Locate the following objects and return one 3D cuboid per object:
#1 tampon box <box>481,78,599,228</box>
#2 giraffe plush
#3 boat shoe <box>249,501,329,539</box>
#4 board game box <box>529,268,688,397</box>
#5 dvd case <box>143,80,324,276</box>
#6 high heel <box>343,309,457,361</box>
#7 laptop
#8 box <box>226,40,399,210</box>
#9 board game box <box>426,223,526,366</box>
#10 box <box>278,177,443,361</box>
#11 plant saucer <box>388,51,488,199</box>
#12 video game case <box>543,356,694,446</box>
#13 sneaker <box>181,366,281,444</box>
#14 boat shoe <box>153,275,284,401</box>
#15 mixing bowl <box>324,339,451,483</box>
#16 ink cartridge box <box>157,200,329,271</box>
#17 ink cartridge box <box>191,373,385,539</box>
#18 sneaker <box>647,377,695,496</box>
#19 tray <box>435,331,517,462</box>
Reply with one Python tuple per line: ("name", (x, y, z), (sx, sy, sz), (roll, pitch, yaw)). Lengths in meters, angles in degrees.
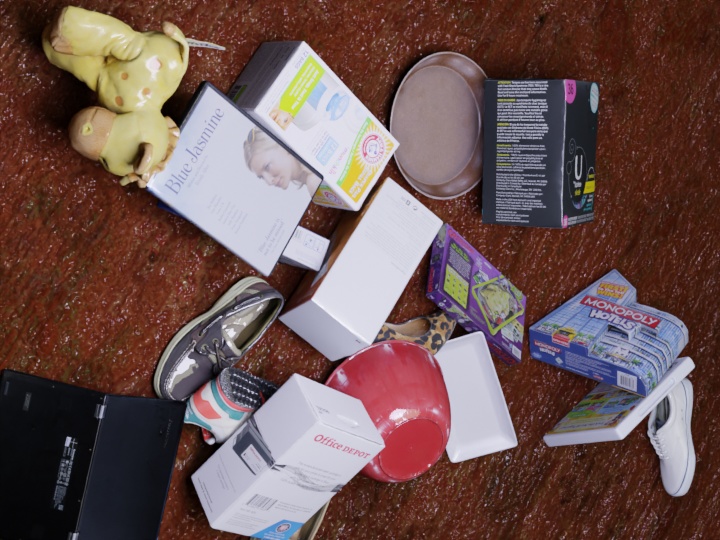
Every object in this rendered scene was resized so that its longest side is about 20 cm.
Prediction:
("tampon box", (0.256, -0.168, 1.728), (0.149, 0.124, 0.204), (-13, 106, -61))
("giraffe plush", (-0.256, -0.178, 1.327), (0.173, 0.197, 0.165), (32, 67, -79))
("boat shoe", (-0.091, 0.339, 1.620), (0.073, 0.062, 0.203), (27, 81, -36))
("board game box", (0.393, 0.085, 1.877), (0.200, 0.198, 0.062), (-43, 137, -38))
("dvd case", (-0.145, -0.105, 1.426), (0.199, 0.017, 0.144), (37, 76, -32))
("high heel", (0.049, 0.061, 1.678), (0.199, 0.071, 0.144), (-32, 113, -25))
("laptop", (-0.329, 0.228, 1.435), (0.197, 0.116, 0.191), (13, 89, 5))
("box", (-0.063, -0.181, 1.539), (0.200, 0.101, 0.113), (44, 72, -32))
("board game box", (0.169, 0.036, 1.755), (0.200, 0.032, 0.121), (40, 49, -33))
("box", (0.000, 0.000, 1.569), (0.097, 0.124, 0.201), (37, 65, -12))
("plant saucer", (0.111, -0.202, 1.706), (0.198, 0.034, 0.204), (-7, 102, -36))
("video game case", (0.394, 0.204, 1.874), (0.181, 0.199, 0.023), (-38, 96, -26))
("sneaker", (-0.152, 0.186, 1.557), (0.093, 0.071, 0.199), (-30, 149, 16))
("boat shoe", (-0.175, 0.087, 1.519), (0.201, 0.064, 0.073), (-50, 125, -17))
("mixing bowl", (0.046, 0.208, 1.633), (0.197, 0.109, 0.203), (-12, 122, -19))
("ink cartridge box", (-0.143, -0.058, 1.505), (0.198, 0.093, 0.045), (26, 82, -36))
("ink cartridge box", (-0.089, 0.238, 1.522), (0.200, 0.085, 0.144), (-44, 141, 15))
("sneaker", (0.516, 0.280, 2.057), (0.070, 0.073, 0.204), (-1, 88, -26))
("tray", (0.153, 0.182, 1.771), (0.106, 0.022, 0.202), (-16, 114, 8))
